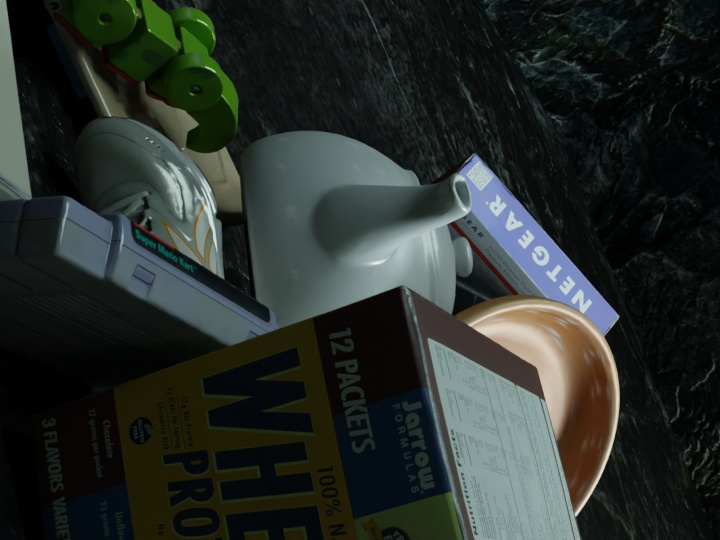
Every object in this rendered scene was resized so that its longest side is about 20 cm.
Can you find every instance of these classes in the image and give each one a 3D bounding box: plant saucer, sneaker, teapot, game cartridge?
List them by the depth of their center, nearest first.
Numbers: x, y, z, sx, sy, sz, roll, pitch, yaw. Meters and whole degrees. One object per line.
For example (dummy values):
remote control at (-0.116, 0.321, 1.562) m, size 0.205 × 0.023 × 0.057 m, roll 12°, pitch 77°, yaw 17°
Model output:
game cartridge at (-0.125, 0.015, 0.630) m, size 0.200 × 0.129 × 0.039 m, roll 38°, pitch 49°, yaw -59°
sneaker at (-0.114, 0.002, 0.778) m, size 0.201 × 0.075 × 0.092 m, roll 64°, pitch 12°, yaw 5°
plant saucer at (0.079, 0.107, 0.879) m, size 0.037 × 0.200 × 0.200 m, roll 32°, pitch -16°, yaw 51°
teapot at (0.000, 0.000, 0.894) m, size 0.200 × 0.145 × 0.199 m, roll -109°, pitch -166°, yaw -62°

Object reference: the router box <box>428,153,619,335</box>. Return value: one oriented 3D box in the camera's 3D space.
router box at (0.113, 0.010, 1.271) m, size 0.200 × 0.179 × 0.049 m, roll 48°, pitch 57°, yaw -6°

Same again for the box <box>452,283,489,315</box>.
box at (0.063, 0.025, 1.175) m, size 0.199 × 0.044 × 0.160 m, roll 27°, pitch 2°, yaw 22°

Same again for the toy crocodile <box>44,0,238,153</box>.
toy crocodile at (-0.144, -0.149, 0.866) m, size 0.200 × 0.062 × 0.068 m, roll 38°, pitch 26°, yaw -41°

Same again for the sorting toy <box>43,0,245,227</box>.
sorting toy at (-0.148, -0.111, 0.946) m, size 0.201 × 0.036 × 0.185 m, roll 60°, pitch 15°, yaw 3°

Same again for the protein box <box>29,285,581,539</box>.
protein box at (-0.015, 0.121, 0.667) m, size 0.200 × 0.198 × 0.136 m, roll 32°, pitch 42°, yaw -63°

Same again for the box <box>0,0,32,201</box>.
box at (-0.214, -0.112, 0.651) m, size 0.082 × 0.068 × 0.201 m, roll 43°, pitch 26°, yaw -52°
